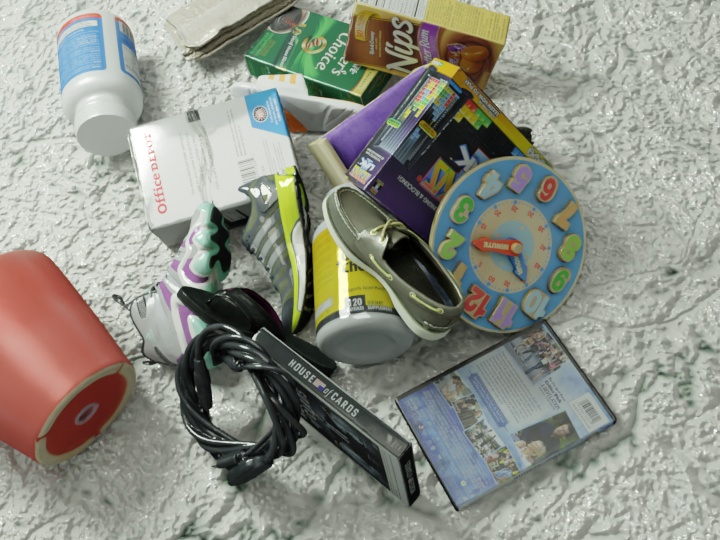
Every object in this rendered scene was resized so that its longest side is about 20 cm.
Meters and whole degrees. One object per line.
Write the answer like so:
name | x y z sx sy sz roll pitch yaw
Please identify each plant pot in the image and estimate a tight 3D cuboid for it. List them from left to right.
plant pot | -0.364 0.108 0.970 0.177 0.201 0.200 37 70 15

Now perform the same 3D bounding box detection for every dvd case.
dvd case | -0.024 0.153 0.899 0.200 0.150 0.025 34 68 25
dvd case | 0.156 0.154 0.949 0.199 0.018 0.143 -27 58 -7

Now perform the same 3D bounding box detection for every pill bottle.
pill bottle | -0.369 -0.264 1.228 0.112 0.112 0.201 -15 57 -1
pill bottle | 0.000 0.000 1.011 0.112 0.112 0.201 -7 59 4

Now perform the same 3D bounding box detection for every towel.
towel | -0.196 -0.393 1.299 0.200 0.035 0.133 -32 46 -5

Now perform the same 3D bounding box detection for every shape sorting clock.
shape sorting clock | 0.170 -0.027 0.975 0.200 0.200 0.039 -31 19 -10

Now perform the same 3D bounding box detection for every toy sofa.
toy sofa | 0.040 -0.182 1.105 0.200 0.098 0.083 -37 105 -15

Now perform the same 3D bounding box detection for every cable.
cable | -0.127 0.131 0.905 0.051 0.200 0.164 -16 72 -39

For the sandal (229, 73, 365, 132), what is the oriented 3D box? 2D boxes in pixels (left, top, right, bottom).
sandal | -0.074 -0.231 1.189 0.206 0.079 0.059 11 60 5

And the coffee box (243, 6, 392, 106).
coffee box | -0.051 -0.306 1.243 0.200 0.044 0.123 25 64 21

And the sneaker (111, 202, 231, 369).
sneaker | -0.232 0.018 1.036 0.139 0.078 0.201 -1 79 15

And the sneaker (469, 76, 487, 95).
sneaker | 0.084 -0.155 1.025 0.200 0.075 0.079 -41 72 -16

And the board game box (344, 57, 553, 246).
board game box | 0.105 -0.112 0.984 0.166 0.200 0.057 -53 37 2

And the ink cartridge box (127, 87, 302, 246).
ink cartridge box | -0.181 -0.131 1.117 0.199 0.084 0.145 -15 74 -1

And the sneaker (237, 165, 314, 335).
sneaker | -0.099 -0.022 1.038 0.081 0.074 0.201 -7 84 10

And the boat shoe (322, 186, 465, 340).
boat shoe | 0.037 -0.019 0.930 0.072 0.060 0.202 -31 75 -35

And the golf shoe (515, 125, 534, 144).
golf shoe | 0.126 -0.141 1.101 0.200 0.077 0.088 -28 47 -13

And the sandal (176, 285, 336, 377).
sandal | -0.110 0.056 0.971 0.048 0.200 0.075 -59 19 10

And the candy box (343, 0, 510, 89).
candy box | 0.084 -0.307 1.149 0.199 0.117 0.057 16 63 -2
